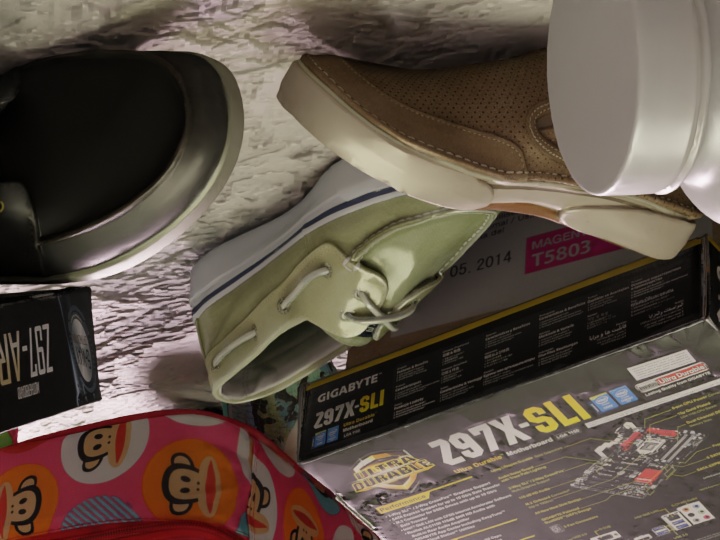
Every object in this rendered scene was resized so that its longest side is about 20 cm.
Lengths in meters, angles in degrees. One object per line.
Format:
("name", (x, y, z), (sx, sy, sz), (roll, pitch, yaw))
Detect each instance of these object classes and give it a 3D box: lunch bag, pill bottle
("lunch bag", (-0.098, 0.138, 1.345), (0.175, 0.082, 0.200), (-11, 150, 25))
("pill bottle", (0.170, -0.070, 0.981), (0.198, 0.113, 0.112), (-2, 161, -16))

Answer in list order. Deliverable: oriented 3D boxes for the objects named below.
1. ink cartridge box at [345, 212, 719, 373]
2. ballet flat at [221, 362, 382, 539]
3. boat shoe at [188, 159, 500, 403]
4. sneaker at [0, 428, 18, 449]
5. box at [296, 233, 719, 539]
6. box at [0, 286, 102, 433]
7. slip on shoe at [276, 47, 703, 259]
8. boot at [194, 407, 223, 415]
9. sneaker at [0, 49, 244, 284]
("ink cartridge box", (0.117, 0.038, 1.265), (0.199, 0.075, 0.165), (-14, 137, 22))
("ballet flat", (-0.019, 0.094, 1.400), (0.074, 0.075, 0.200), (-9, 147, 3))
("boat shoe", (0.000, 0.000, 1.200), (0.072, 0.062, 0.200), (5, 157, -36))
("sneaker", (-0.208, 0.096, 1.406), (0.083, 0.077, 0.200), (1, 151, -7))
("box", (0.098, 0.076, 1.216), (0.199, 0.050, 0.160), (-22, 133, 28))
("box", (-0.208, 0.038, 1.000), (0.198, 0.044, 0.160), (-5, -178, 12))
("slip on shoe", (0.057, -0.056, 1.070), (0.199, 0.076, 0.061), (16, 112, -35))
("boot", (-0.103, 0.133, 1.551), (0.162, 0.074, 0.198), (-17, 162, 30))
("sneaker", (-0.144, -0.035, 1.010), (0.199, 0.075, 0.106), (-16, 163, 27))
